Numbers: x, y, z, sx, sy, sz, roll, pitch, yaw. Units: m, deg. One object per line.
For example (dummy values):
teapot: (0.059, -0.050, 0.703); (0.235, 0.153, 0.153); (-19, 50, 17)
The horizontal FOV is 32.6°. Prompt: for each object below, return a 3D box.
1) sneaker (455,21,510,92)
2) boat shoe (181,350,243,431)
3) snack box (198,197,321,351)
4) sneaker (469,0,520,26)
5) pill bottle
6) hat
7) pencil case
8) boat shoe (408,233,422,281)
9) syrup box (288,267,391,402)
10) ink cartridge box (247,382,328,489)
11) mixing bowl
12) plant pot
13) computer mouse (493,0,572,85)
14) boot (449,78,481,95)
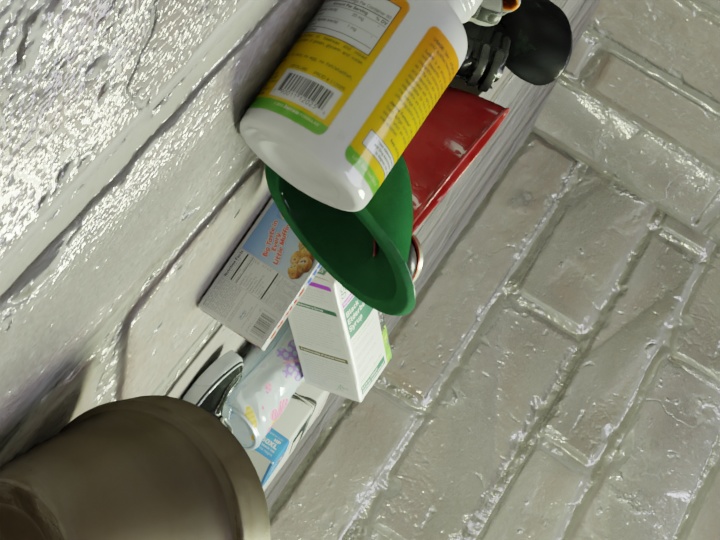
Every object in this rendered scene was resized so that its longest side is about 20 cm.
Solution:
sneaker: (0.098, -0.223, 1.300); (0.200, 0.099, 0.071); (-49, 171, -49)
boat shoe: (-0.172, 0.175, 1.299); (0.199, 0.068, 0.074); (-54, 173, -32)
snack box: (-0.063, -0.029, 1.131); (0.200, 0.072, 0.024); (-56, 172, -11)
sneaker: (0.146, -0.314, 1.325); (0.200, 0.079, 0.074); (-53, 170, -46)
pill bottle: (0.009, -0.153, 0.910); (0.200, 0.111, 0.111); (-56, 173, -12)
hat: (0.031, -0.091, 1.048); (0.176, 0.200, 0.166); (-42, 178, -20)
pencil case: (-0.106, 0.120, 1.471); (0.200, 0.083, 0.091); (-53, 166, -34)
boat shoe: (0.000, 0.000, 1.489); (0.062, 0.071, 0.200); (-1, 170, -35)
syrup box: (-0.028, 0.049, 1.402); (0.079, 0.081, 0.200); (-54, 148, -36)
ink cartridge box: (-0.126, 0.224, 1.809); (0.200, 0.084, 0.145); (-53, 172, -39)
mixing bowl: (0.061, -0.132, 1.362); (0.200, 0.108, 0.200); (-51, 177, -3)
plant pot: (-0.188, 0.189, 0.847); (0.200, 0.200, 0.173); (-59, 157, 11)
computer mouse: (0.168, -0.281, 1.402); (0.053, 0.200, 0.139); (7, 122, -33)
boot: (0.130, -0.235, 1.685); (0.187, 0.064, 0.200); (-52, 176, -27)
